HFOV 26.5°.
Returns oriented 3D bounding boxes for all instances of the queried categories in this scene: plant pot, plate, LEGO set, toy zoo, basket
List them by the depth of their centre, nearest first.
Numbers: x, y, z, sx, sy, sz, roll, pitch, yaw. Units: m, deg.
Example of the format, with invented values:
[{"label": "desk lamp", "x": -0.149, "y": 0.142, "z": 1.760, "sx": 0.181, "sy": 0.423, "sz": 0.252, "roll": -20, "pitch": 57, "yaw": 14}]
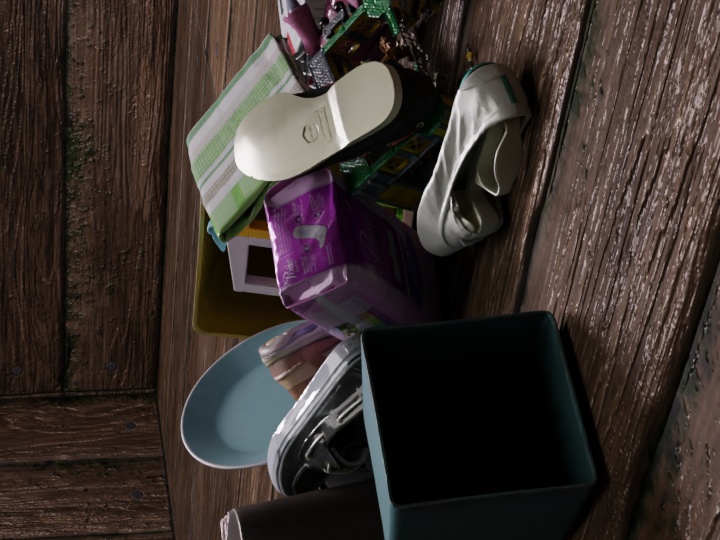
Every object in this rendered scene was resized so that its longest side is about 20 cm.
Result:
[{"label": "plant pot", "x": 0.075, "y": 0.151, "z": 1.118, "sx": 0.201, "sy": 0.140, "sz": 0.142, "roll": 94, "pitch": 168, "yaw": -53}, {"label": "LEGO set", "x": 0.048, "y": -0.146, "z": 1.327, "sx": 0.154, "sy": 0.115, "sz": 0.201, "roll": -49, "pitch": 50, "yaw": 27}, {"label": "basket", "x": -0.013, "y": 0.263, "z": 1.356, "sx": 0.136, "sy": 0.198, "sz": 0.182, "roll": 106, "pitch": 158, "yaw": -53}, {"label": "toy zoo", "x": -0.051, "y": -0.030, "z": 1.500, "sx": 0.021, "sy": 0.198, "sz": 0.132, "roll": -83, "pitch": 1, "yaw": -57}, {"label": "plate", "x": -0.083, "y": 0.126, "z": 1.507, "sx": 0.201, "sy": 0.199, "sz": 0.026, "roll": -112, "pitch": -5, "yaw": -56}, {"label": "plant pot", "x": -0.064, "y": -0.056, "z": 1.609, "sx": 0.177, "sy": 0.198, "sz": 0.201, "roll": -88, "pitch": 5, "yaw": -54}]

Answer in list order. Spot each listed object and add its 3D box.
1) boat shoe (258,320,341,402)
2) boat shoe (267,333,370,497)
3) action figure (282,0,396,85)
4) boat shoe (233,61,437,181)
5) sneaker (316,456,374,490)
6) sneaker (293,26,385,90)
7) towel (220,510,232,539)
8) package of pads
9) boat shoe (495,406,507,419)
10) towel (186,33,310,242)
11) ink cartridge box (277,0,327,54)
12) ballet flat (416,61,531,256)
[{"label": "boat shoe", "x": -0.015, "y": 0.079, "z": 1.430, "sx": 0.076, "sy": 0.199, "sz": 0.072, "roll": -34, "pitch": 79, "yaw": 39}, {"label": "boat shoe", "x": -0.025, "y": 0.146, "z": 1.347, "sx": 0.071, "sy": 0.072, "sz": 0.201, "roll": 53, "pitch": 138, "yaw": 29}, {"label": "action figure", "x": 0.001, "y": -0.236, "z": 1.423, "sx": 0.150, "sy": 0.133, "sz": 0.201, "roll": -107, "pitch": 30, "yaw": -48}, {"label": "boat shoe", "x": -0.025, "y": -0.119, "z": 1.265, "sx": 0.200, "sy": 0.063, "sz": 0.074, "roll": -17, "pitch": 78, "yaw": 41}, {"label": "sneaker", "x": 0.018, "y": 0.142, "z": 1.482, "sx": 0.115, "sy": 0.075, "sz": 0.200, "roll": -38, "pitch": 16, "yaw": 35}, {"label": "sneaker", "x": -0.036, "y": -0.204, "z": 1.621, "sx": 0.199, "sy": 0.090, "sz": 0.077, "roll": -9, "pitch": 71, "yaw": 43}, {"label": "towel", "x": -0.027, "y": 0.305, "z": 1.423, "sx": 0.032, "sy": 0.198, "sz": 0.192, "roll": 107, "pitch": 160, "yaw": -47}, {"label": "package of pads", "x": 0.000, "y": 0.000, "z": 1.345, "sx": 0.200, "sy": 0.075, "sz": 0.121, "roll": 33, "pitch": -141, "yaw": -54}, {"label": "boat shoe", "x": 0.072, "y": 0.110, "z": 1.270, "sx": 0.200, "sy": 0.063, "sz": 0.071, "roll": 129, "pitch": 138, "yaw": -70}, {"label": "towel", "x": -0.097, "y": -0.124, "z": 1.420, "sx": 0.149, "sy": 0.031, "sz": 0.200, "roll": -49, "pitch": 31, "yaw": 16}, {"label": "ink cartridge box", "x": -0.042, "y": -0.323, "z": 1.684, "sx": 0.145, "sy": 0.083, "sz": 0.202, "roll": 114, "pitch": 152, "yaw": -63}, {"label": "ballet flat", "x": 0.090, "y": -0.069, "z": 1.197, "sx": 0.201, "sy": 0.069, "sz": 0.070, "roll": 103, "pitch": 161, "yaw": -44}]
